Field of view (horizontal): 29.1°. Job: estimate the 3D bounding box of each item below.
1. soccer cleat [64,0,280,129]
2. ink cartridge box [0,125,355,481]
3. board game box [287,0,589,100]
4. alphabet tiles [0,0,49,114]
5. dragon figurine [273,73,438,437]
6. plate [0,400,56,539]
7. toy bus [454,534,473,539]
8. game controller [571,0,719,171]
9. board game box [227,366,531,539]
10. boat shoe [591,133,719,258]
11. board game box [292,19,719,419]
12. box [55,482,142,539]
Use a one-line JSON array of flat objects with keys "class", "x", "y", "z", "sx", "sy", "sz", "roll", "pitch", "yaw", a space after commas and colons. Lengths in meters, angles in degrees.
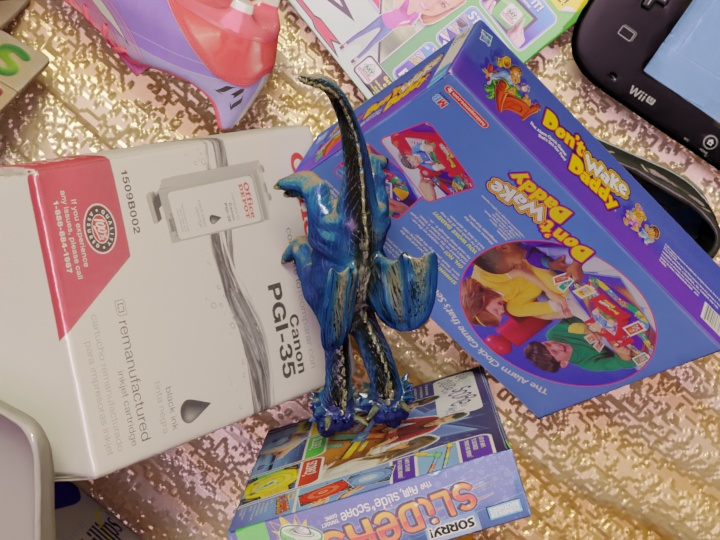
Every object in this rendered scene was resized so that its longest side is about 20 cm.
[{"class": "soccer cleat", "x": -0.133, "y": -0.151, "z": 0.753, "sx": 0.200, "sy": 0.067, "sz": 0.077, "roll": 30, "pitch": 115, "yaw": 15}, {"class": "ink cartridge box", "x": -0.101, "y": 0.008, "z": 0.707, "sx": 0.083, "sy": 0.200, "sz": 0.147, "roll": -6, "pitch": 97, "yaw": 38}, {"class": "board game box", "x": 0.018, "y": -0.184, "z": 0.775, "sx": 0.135, "sy": 0.029, "sz": 0.200, "roll": -39, "pitch": 93, "yaw": 6}, {"class": "alphabet tiles", "x": -0.270, "y": -0.116, "z": 0.730, "sx": 0.166, "sy": 0.200, "sz": 0.006, "roll": 31, "pitch": 139, "yaw": 0}, {"class": "dragon figurine", "x": 0.000, "y": 0.000, "z": 0.661, "sx": 0.059, "sy": 0.200, "sz": 0.099, "roll": -11, "pitch": 53, "yaw": -17}, {"class": "plate", "x": -0.203, "y": 0.122, "z": 0.670, "sx": 0.199, "sy": 0.032, "sz": 0.200, "roll": 21, "pitch": 119, "yaw": 36}, {"class": "toy bus", "x": 0.018, "y": 0.219, "z": 0.740, "sx": 0.065, "sy": 0.078, "sz": 0.200, "roll": 49, "pitch": 53, "yaw": -37}, {"class": "game controller", "x": 0.215, "y": -0.106, "z": 0.760, "sx": 0.200, "sy": 0.042, "sz": 0.104, "roll": 32, "pitch": 94, "yaw": -9}, {"class": "board game box", "x": 0.011, "y": 0.101, "z": 0.717, "sx": 0.135, "sy": 0.200, "sz": 0.034, "roll": -17, "pitch": 96, "yaw": 4}, {"class": "boat shoe", "x": 0.106, "y": -0.051, "z": 0.755, "sx": 0.200, "sy": 0.057, "sz": 0.069, "roll": 17, "pitch": 104, "yaw": -9}, {"class": "board game box", "x": 0.078, "y": -0.018, "z": 0.720, "sx": 0.200, "sy": 0.045, "sz": 0.134, "roll": 43, "pitch": 139, "yaw": -17}, {"class": "box", "x": -0.165, "y": 0.251, "z": 0.786, "sx": 0.200, "sy": 0.105, "sz": 0.184, "roll": 39, "pitch": 95, "yaw": -2}]
